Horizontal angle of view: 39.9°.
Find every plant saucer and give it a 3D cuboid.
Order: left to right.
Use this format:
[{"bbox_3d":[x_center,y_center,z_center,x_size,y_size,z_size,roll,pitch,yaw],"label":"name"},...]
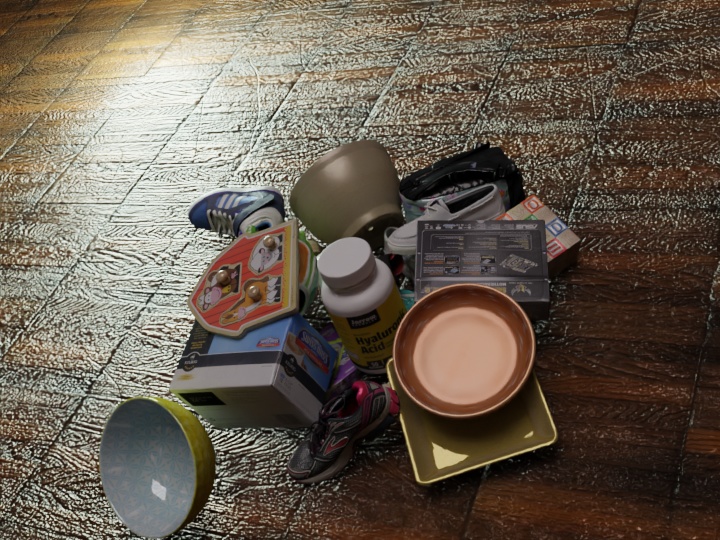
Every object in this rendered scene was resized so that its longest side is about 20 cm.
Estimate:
[{"bbox_3d":[0.144,0.114,1.372,0.199,0.038,0.201,-7,62,12],"label":"plant saucer"},{"bbox_3d":[0.153,0.188,1.380,0.199,0.049,0.201,-19,56,5],"label":"plant saucer"}]

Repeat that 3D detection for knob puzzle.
[{"bbox_3d":[-0.185,0.016,1.503,0.218,0.030,0.221,-18,49,22],"label":"knob puzzle"}]

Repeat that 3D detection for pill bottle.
[{"bbox_3d":[0.006,0.051,1.468,0.111,0.201,0.112,-14,40,12],"label":"pill bottle"}]

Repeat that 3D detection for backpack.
[{"bbox_3d":[0.168,-0.127,1.689,0.199,0.127,0.167,-19,21,-3],"label":"backpack"}]

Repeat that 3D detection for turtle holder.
[{"bbox_3d":[-0.142,0.028,1.600,0.186,0.140,0.132,-50,39,20],"label":"turtle holder"}]

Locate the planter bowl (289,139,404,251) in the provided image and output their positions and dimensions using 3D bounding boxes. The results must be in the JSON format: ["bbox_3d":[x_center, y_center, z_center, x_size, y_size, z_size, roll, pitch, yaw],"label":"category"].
[{"bbox_3d":[-0.007,-0.109,1.728,0.199,0.200,0.135,-29,66,-8],"label":"planter bowl"}]

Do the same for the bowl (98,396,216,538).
[{"bbox_3d":[-0.275,0.278,1.445,0.199,0.202,0.107,11,8,34],"label":"bowl"}]

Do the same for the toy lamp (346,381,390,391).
[{"bbox_3d":[0.079,0.158,1.469,0.199,0.058,0.058,-26,39,-3],"label":"toy lamp"}]

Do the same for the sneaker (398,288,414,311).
[{"bbox_3d":[0.110,0.060,1.547,0.199,0.080,0.078,17,53,39],"label":"sneaker"}]

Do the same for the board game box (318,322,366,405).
[{"bbox_3d":[-0.038,0.137,1.571,0.199,0.032,0.120,-35,37,-13],"label":"board game box"}]

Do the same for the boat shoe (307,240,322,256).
[{"bbox_3d":[-0.142,0.024,1.720,0.199,0.072,0.065,-34,51,-11],"label":"boat shoe"}]

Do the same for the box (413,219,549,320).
[{"bbox_3d":[0.181,-0.003,1.485,0.198,0.048,0.159,-1,52,6],"label":"box"}]

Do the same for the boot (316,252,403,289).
[{"bbox_3d":[0.000,0.000,1.645,0.144,0.073,0.200,-33,27,3],"label":"boot"}]

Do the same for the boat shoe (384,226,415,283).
[{"bbox_3d":[0.104,-0.012,1.638,0.074,0.067,0.199,-43,45,-22],"label":"boat shoe"}]

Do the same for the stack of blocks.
[{"bbox_3d":[0.232,-0.018,1.561,0.199,0.059,0.115,-33,60,-15],"label":"stack of blocks"}]

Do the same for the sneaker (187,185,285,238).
[{"bbox_3d":[-0.241,-0.090,1.881,0.199,0.081,0.147,-10,37,7],"label":"sneaker"}]

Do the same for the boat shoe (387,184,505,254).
[{"bbox_3d":[0.135,-0.085,1.589,0.199,0.069,0.072,-16,33,2],"label":"boat shoe"}]

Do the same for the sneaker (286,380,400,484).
[{"bbox_3d":[-0.038,0.222,1.398,0.200,0.074,0.081,-46,43,19],"label":"sneaker"}]

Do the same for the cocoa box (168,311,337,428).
[{"bbox_3d":[-0.160,0.151,1.498,0.199,0.133,0.132,-7,52,32],"label":"cocoa box"}]
